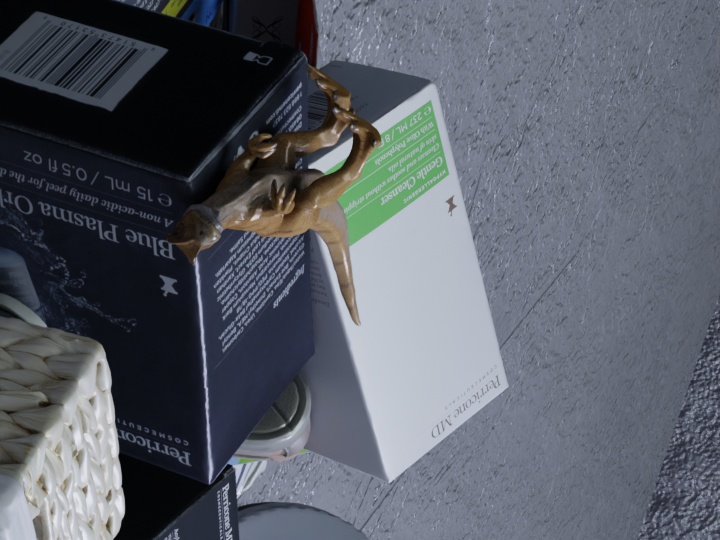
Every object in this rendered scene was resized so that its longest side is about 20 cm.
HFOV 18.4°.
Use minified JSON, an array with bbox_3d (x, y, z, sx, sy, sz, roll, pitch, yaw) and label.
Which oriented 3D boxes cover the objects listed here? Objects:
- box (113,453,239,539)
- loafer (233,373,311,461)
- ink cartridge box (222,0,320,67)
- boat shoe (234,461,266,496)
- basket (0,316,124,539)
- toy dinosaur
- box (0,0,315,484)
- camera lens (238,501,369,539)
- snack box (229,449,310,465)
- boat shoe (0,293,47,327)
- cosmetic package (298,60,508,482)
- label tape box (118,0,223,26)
[{"bbox_3d":[-0.133,0.212,1.230,0.141,0.079,0.200,-37,137,-44],"label":"box"},{"bbox_3d":[-0.124,0.066,1.221,0.063,0.200,0.072,88,20,-62],"label":"loafer"},{"bbox_3d":[-0.057,-0.129,1.312,0.200,0.044,0.174,98,-9,-48],"label":"ink cartridge box"},{"bbox_3d":[-0.089,0.111,1.379,0.066,0.072,0.200,25,88,-56],"label":"boat shoe"},{"bbox_3d":[-0.214,0.093,0.999,0.123,0.200,0.136,-59,156,-46],"label":"basket"},{"bbox_3d":[-0.031,-0.035,1.032,0.106,0.060,0.200,-52,157,15],"label":"toy dinosaur"},{"bbox_3d":[-0.135,-0.025,1.108,0.117,0.197,0.200,-53,152,-42],"label":"box"},{"bbox_3d":[-0.070,0.238,1.464,0.160,0.160,0.200,-66,-168,-19],"label":"camera lens"},{"bbox_3d":[-0.092,0.016,1.272,0.053,0.142,0.200,-96,176,-64],"label":"snack box"},{"bbox_3d":[-0.212,0.089,1.119,0.062,0.075,0.200,-43,175,-48],"label":"boat shoe"},{"bbox_3d":[0.000,0.000,1.208,0.108,0.085,0.200,-37,125,-31],"label":"cosmetic package"},{"bbox_3d":[-0.130,-0.186,1.193,0.200,0.066,0.143,91,24,-51],"label":"label tape box"}]
